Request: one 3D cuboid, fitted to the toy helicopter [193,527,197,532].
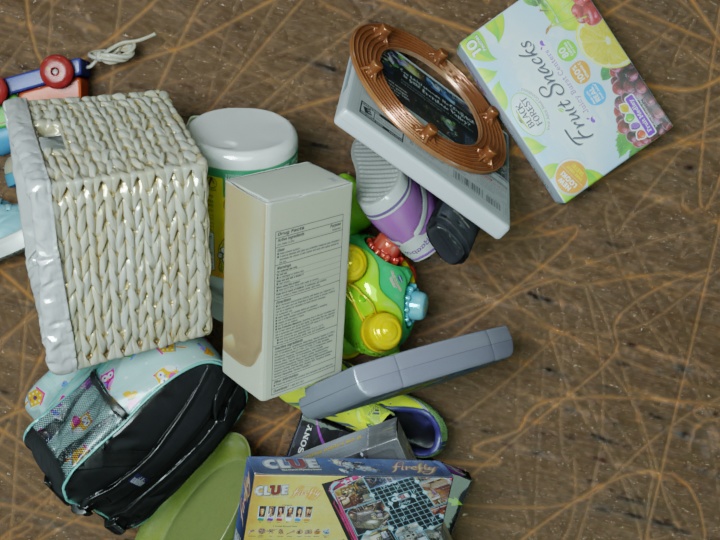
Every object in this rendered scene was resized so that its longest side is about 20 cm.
[{"bbox_3d":[-0.165,0.326,1.188,0.198,0.079,0.133,-19,107,14],"label":"toy helicopter"}]

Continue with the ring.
[{"bbox_3d":[0.073,-0.177,1.120,0.200,0.201,0.019,44,121,-2],"label":"ring"}]

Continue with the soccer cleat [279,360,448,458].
[{"bbox_3d":[0.001,0.141,1.179,0.198,0.084,0.065,22,92,-1],"label":"soccer cleat"}]

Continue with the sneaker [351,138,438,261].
[{"bbox_3d":[0.047,-0.087,1.147,0.072,0.202,0.114,-26,123,26],"label":"sneaker"}]

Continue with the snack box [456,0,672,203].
[{"bbox_3d":[0.213,-0.193,1.184,0.142,0.053,0.201,-35,92,2],"label":"snack box"}]

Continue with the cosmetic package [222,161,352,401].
[{"bbox_3d":[-0.071,0.009,1.056,0.104,0.071,0.202,-15,120,-38],"label":"cosmetic package"}]

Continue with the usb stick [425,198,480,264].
[{"bbox_3d":[0.105,-0.068,1.123,0.032,0.200,0.056,-28,105,28],"label":"usb stick"}]

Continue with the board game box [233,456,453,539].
[{"bbox_3d":[-0.019,0.247,1.067,0.198,0.035,0.137,5,107,-20],"label":"board game box"}]

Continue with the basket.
[{"bbox_3d":[-0.236,-0.043,1.052,0.159,0.198,0.202,-8,122,-19],"label":"basket"}]

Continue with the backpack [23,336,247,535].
[{"bbox_3d":[-0.221,0.140,1.130,0.199,0.176,0.154,-39,57,-3],"label":"backpack"}]

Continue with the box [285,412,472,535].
[{"bbox_3d":[0.003,0.253,1.208,0.198,0.036,0.144,21,92,-1],"label":"box"}]

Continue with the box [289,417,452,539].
[{"bbox_3d":[0.004,0.270,1.151,0.157,0.048,0.202,-22,106,9],"label":"box"}]

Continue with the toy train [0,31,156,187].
[{"bbox_3d":[-0.293,-0.165,1.166,0.198,0.085,0.117,-15,97,0],"label":"toy train"}]

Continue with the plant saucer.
[{"bbox_3d":[-0.167,0.258,1.135,0.031,0.200,0.201,38,92,-23],"label":"plant saucer"}]

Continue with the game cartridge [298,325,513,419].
[{"bbox_3d":[0.051,0.100,1.111,0.198,0.133,0.041,-12,76,-35],"label":"game cartridge"}]

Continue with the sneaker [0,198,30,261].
[{"bbox_3d":[-0.383,-0.052,1.172,0.198,0.074,0.083,-22,96,-1],"label":"sneaker"}]

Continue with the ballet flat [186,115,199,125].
[{"bbox_3d":[-0.191,-0.129,1.184,0.197,0.068,0.068,-4,74,-6],"label":"ballet flat"}]

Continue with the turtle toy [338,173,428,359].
[{"bbox_3d":[0.000,0.000,1.157,0.100,0.146,0.202,-28,93,-23],"label":"turtle toy"}]

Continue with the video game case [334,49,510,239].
[{"bbox_3d":[0.067,-0.139,1.109,0.199,0.183,0.023,34,123,-16],"label":"video game case"}]

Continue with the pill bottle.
[{"bbox_3d":[-0.119,-0.051,1.127,0.111,0.113,0.202,3,122,-1],"label":"pill bottle"}]
